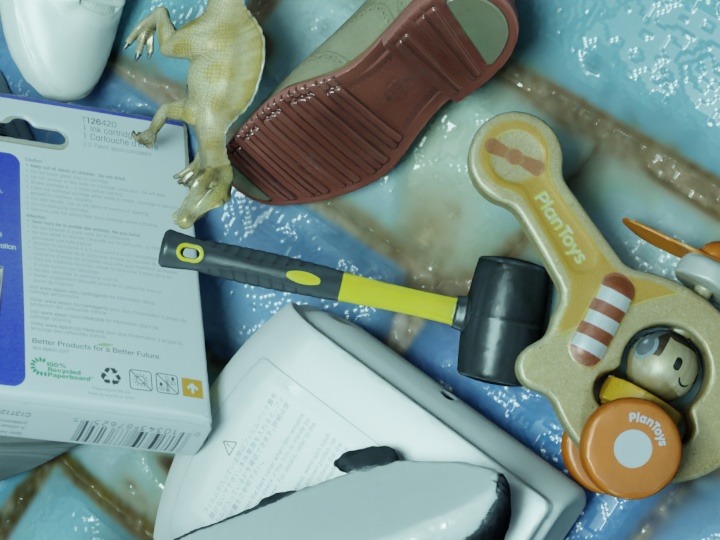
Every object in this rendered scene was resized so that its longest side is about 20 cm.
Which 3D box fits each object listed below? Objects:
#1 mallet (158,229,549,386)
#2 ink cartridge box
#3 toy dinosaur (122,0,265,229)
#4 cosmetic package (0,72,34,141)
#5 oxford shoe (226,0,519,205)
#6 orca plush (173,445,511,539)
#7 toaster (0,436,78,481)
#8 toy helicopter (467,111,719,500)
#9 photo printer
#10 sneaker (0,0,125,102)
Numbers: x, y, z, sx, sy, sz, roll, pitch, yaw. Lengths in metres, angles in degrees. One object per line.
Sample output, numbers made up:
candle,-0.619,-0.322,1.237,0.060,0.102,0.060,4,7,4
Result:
mallet,0.000,0.000,0.880,0.199,0.041,0.066,20,88,-2
ink cartridge box,-0.182,-0.005,0.909,0.047,0.197,0.201,120,149,-44
toy dinosaur,-0.079,-0.118,0.929,0.101,0.058,0.201,-3,81,55
cosmetic package,-0.289,-0.029,1.028,0.200,0.085,0.108,-33,74,20
oxford shoe,0.007,-0.102,0.919,0.200,0.070,0.075,-30,31,30
orca plush,-0.019,0.151,0.825,0.199,0.105,0.071,-23,117,-2
toaster,-0.247,0.067,0.979,0.199,0.129,0.114,-21,78,22
toy helicopter,0.124,0.006,0.839,0.132,0.079,0.200,-32,86,-3
photo printer,-0.006,0.125,0.899,0.200,0.069,0.167,34,101,23
sneaker,-0.142,-0.193,0.968,0.088,0.075,0.201,8,89,37
